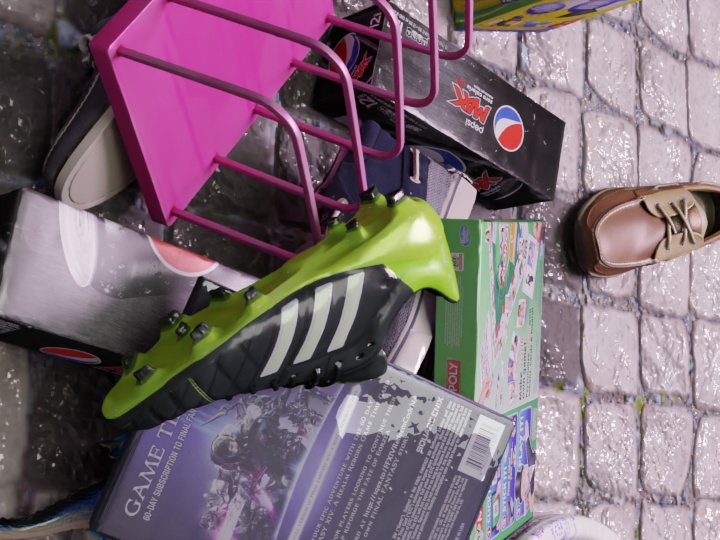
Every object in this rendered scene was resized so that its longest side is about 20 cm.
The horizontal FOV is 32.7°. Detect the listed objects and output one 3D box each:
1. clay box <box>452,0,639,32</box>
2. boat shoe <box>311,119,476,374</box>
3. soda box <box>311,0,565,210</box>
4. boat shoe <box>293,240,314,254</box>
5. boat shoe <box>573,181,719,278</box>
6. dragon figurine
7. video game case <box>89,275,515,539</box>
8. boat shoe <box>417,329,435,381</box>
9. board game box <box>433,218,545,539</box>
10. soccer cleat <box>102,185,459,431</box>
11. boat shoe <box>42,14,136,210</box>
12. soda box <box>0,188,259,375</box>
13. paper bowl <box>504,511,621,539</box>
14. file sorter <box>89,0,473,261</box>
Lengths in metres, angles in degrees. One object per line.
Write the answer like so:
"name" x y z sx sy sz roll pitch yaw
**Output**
"clay box" 0.177 -0.224 0.917 0.114 0.199 0.048 -10 91 -42
"boat shoe" 0.000 0.000 0.750 0.092 0.075 0.201 32 52 -15
"soda box" 0.062 -0.113 0.889 0.199 0.063 0.071 26 68 -37
"boat shoe" -0.017 0.083 0.784 0.065 0.073 0.202 17 75 -36
"boat shoe" 0.261 -0.044 1.058 0.199 0.073 0.076 -18 97 -43
"dragon figurine" -0.118 0.121 0.688 0.198 0.059 0.100 16 73 -19
"video game case" -0.027 0.109 0.668 0.199 0.019 0.144 25 84 -15
"boat shoe" 0.060 0.069 0.859 0.074 0.073 0.202 30 71 -33
"board game box" 0.081 0.068 0.770 0.134 0.029 0.202 -4 96 -65
"soccer cleat" -0.034 0.035 0.623 0.199 0.067 0.082 -32 109 -15
"boat shoe" -0.134 -0.121 0.728 0.062 0.073 0.201 27 64 11
"soda box" -0.124 0.022 0.689 0.199 0.063 0.071 22 70 -40
"paper bowl" 0.112 0.271 0.859 0.199 0.104 0.203 8 79 -42
"file sorter" -0.030 -0.123 0.702 0.201 0.125 0.140 -56 155 -30
